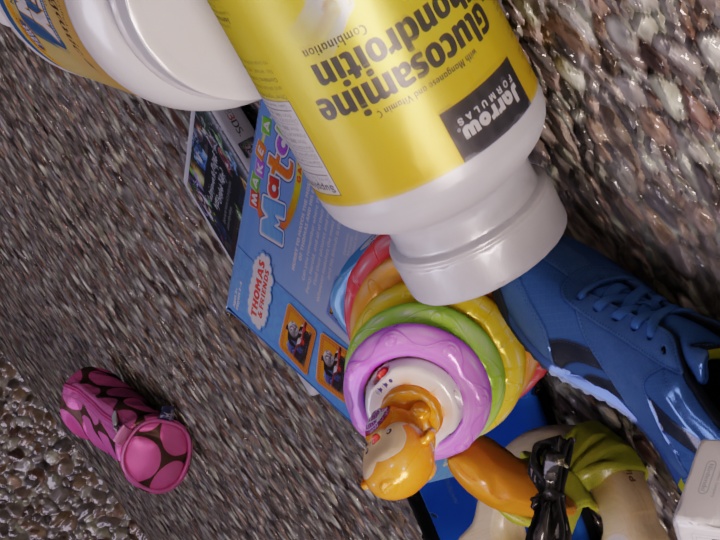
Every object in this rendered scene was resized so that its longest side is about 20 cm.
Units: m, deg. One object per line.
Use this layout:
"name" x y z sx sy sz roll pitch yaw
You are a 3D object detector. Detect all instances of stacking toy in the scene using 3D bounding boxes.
"stacking toy" 0.031 0.050 1.118 0.110 0.116 0.200 47 -154 -10

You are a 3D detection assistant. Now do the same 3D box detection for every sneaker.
"sneaker" 0.135 0.034 1.062 0.200 0.066 0.079 46 148 31

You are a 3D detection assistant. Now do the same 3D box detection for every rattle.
"rattle" 0.061 0.169 1.283 0.200 0.143 0.130 -39 77 39

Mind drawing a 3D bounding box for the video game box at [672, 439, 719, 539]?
"video game box" 0.223 0.147 0.883 0.182 0.047 0.200 7 140 26

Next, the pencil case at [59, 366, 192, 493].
"pencil case" -0.248 0.159 2.472 0.094 0.091 0.200 22 -179 -30

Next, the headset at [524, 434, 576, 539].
"headset" 0.164 0.127 1.002 0.124 0.200 0.094 117 163 -45

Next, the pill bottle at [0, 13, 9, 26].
"pill bottle" -0.216 -0.249 1.407 0.113 0.113 0.200 37 157 49

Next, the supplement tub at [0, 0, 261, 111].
"supplement tub" -0.092 -0.155 1.164 0.145 0.145 0.200 60 164 -22

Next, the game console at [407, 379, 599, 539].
"game console" 0.065 0.075 1.440 0.170 0.118 0.200 5 138 29

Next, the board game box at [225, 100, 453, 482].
"board game box" 0.000 0.000 1.305 0.200 0.037 0.152 39 128 44

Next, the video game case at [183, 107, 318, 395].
"video game case" -0.061 -0.019 1.578 0.182 0.023 0.200 58 167 10

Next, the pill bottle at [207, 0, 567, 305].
"pill bottle" 0.013 -0.088 1.051 0.200 0.112 0.112 60 164 -22
